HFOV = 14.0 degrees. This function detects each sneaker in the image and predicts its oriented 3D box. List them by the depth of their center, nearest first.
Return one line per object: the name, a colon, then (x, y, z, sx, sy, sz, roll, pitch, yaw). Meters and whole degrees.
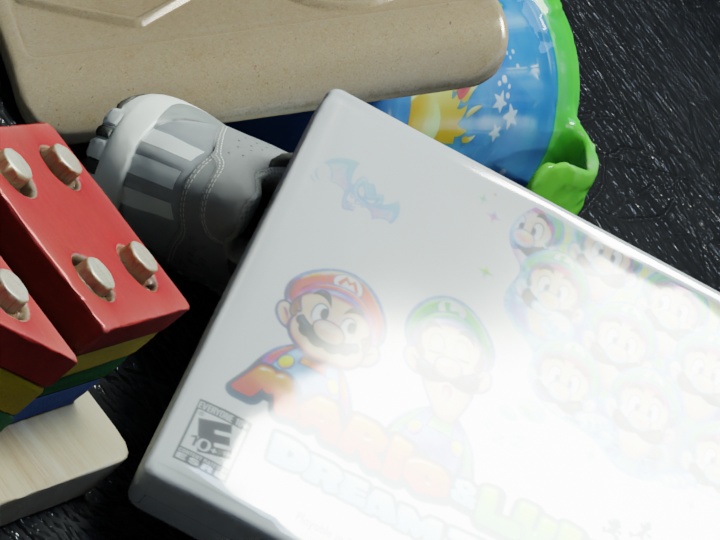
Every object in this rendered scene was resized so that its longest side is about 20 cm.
sneaker: (0.000, 0.000, 1.044, 0.115, 0.075, 0.200, 22, 3, 41)

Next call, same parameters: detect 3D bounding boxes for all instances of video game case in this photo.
video game case: (0.048, 0.049, 0.922, 0.200, 0.024, 0.182, 28, 47, -3)

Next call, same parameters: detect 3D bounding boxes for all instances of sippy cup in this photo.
sippy cup: (0.004, -0.076, 1.217, 0.130, 0.177, 0.140, -10, 93, -60)

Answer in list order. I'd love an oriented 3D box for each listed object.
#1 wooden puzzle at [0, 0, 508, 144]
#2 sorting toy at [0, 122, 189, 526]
wooden puzzle: (-0.059, -0.122, 1.130, 0.046, 0.185, 0.200, 95, -19, -44)
sorting toy: (-0.143, -0.026, 0.783, 0.200, 0.070, 0.199, 53, 16, 7)
